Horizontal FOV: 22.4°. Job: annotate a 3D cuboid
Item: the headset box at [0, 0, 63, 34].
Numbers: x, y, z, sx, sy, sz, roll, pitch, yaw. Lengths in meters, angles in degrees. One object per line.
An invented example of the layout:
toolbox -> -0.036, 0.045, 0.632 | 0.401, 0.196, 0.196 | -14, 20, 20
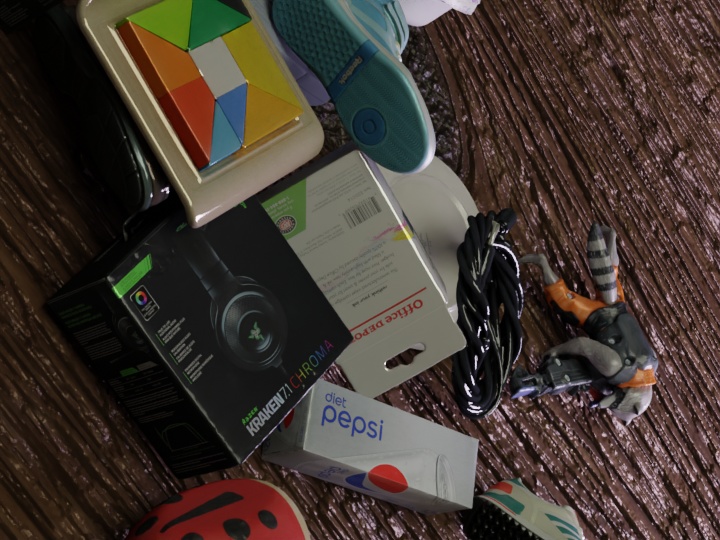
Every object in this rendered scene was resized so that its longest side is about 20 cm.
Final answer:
headset box -> -0.224, -0.312, 1.455 | 0.093, 0.173, 0.201 | 44, 55, -24

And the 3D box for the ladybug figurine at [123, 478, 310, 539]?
ladybug figurine -> -0.115, 0.216, 1.423 | 0.200, 0.135, 0.073 | -21, 122, -56

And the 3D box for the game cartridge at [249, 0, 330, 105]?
game cartridge -> -0.087, -0.243, 1.598 | 0.200, 0.041, 0.134 | 45, 32, -29

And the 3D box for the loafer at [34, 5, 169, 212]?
loafer -> -0.195, -0.138, 1.461 | 0.063, 0.072, 0.201 | -16, 64, -33

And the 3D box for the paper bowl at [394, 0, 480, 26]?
paper bowl -> 0.028, -0.304, 1.682 | 0.200, 0.201, 0.105 | 24, 107, -34

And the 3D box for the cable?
cable -> 0.118, 0.046, 1.680 | 0.163, 0.050, 0.202 | -44, 139, -71

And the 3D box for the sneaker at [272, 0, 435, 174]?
sneaker -> 0.021, -0.177, 1.581 | 0.201, 0.079, 0.130 | 56, 29, 9

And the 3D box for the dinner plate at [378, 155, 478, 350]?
dinner plate -> 0.057, -0.025, 1.722 | 0.199, 0.024, 0.202 | 12, 70, -37

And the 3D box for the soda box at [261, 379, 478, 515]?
soda box -> 0.011, 0.158, 1.604 | 0.199, 0.063, 0.069 | 24, 64, -34

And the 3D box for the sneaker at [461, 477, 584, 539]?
sneaker -> 0.193, 0.259, 1.679 | 0.199, 0.071, 0.093 | 35, 37, 22

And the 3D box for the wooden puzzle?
wooden puzzle -> -0.119, -0.156, 1.456 | 0.185, 0.037, 0.201 | -35, 101, -48

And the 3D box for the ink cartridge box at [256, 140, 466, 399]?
ink cartridge box -> 0.000, 0.000, 1.598 | 0.201, 0.117, 0.067 | 60, 7, -11

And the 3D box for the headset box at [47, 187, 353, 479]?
headset box -> -0.131, 0.035, 1.485 | 0.201, 0.092, 0.174 | 56, 49, -13

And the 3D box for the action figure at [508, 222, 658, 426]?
action figure -> 0.227, 0.062, 1.795 | 0.199, 0.104, 0.195 | -17, 80, -44
